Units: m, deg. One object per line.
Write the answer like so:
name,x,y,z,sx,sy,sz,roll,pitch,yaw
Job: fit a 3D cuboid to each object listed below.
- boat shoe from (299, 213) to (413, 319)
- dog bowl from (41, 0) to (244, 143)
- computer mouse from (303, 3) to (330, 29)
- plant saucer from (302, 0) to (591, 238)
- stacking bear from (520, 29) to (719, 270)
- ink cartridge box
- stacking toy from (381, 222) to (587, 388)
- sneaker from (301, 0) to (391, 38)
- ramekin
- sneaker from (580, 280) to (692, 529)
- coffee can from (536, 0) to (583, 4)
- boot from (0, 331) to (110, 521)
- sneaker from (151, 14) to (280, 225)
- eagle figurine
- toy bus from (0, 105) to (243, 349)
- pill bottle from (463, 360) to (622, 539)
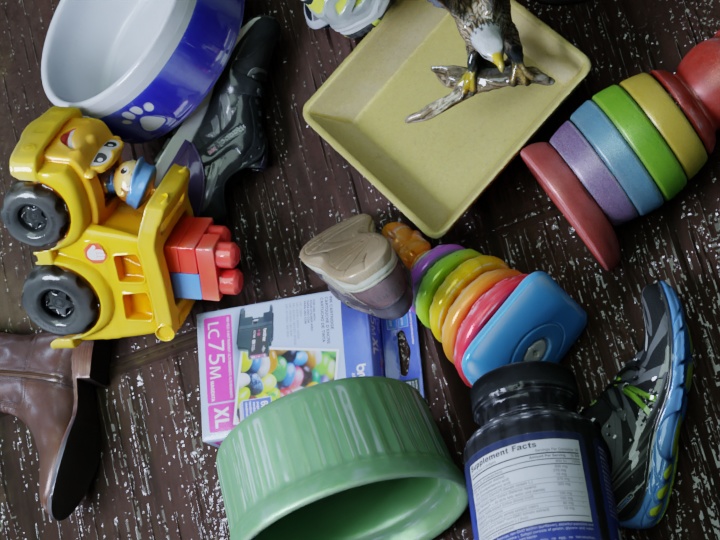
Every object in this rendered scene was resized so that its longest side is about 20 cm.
boat shoe,0.000,0.000,1.444,0.072,0.200,0.065,-32,104,-6
dog bowl,-0.200,-0.220,1.577,0.200,0.079,0.200,-26,50,35
computer mouse,0.025,-0.281,1.541,0.200,0.044,0.110,-35,47,38
plant saucer,0.079,-0.149,1.497,0.200,0.048,0.200,-48,57,5
stacking bear,0.242,-0.113,1.405,0.200,0.114,0.122,-37,67,5
ink cartridge box,-0.046,0.082,1.505,0.200,0.042,0.120,-9,74,18
stacking toy,0.080,0.017,1.446,0.110,0.116,0.200,-50,54,0
sneaker,0.007,-0.303,1.472,0.075,0.076,0.200,4,73,55
ramekin,-0.020,0.168,1.390,0.200,0.200,0.098,-27,62,14
sneaker,0.219,0.104,1.376,0.083,0.071,0.200,10,84,17
coffee can,0.150,-0.328,1.440,0.146,0.200,0.147,-6,74,20
boot,-0.339,0.137,1.592,0.200,0.064,0.187,1,64,18
sneaker,-0.111,-0.134,1.578,0.087,0.076,0.200,30,91,8
eagle figurine,0.088,-0.217,1.363,0.152,0.200,0.151,-44,46,-18
toy bus,-0.197,-0.036,1.505,0.192,0.136,0.200,1,122,17
pill bottle,0.138,0.176,1.313,0.112,0.112,0.200,-17,57,17
